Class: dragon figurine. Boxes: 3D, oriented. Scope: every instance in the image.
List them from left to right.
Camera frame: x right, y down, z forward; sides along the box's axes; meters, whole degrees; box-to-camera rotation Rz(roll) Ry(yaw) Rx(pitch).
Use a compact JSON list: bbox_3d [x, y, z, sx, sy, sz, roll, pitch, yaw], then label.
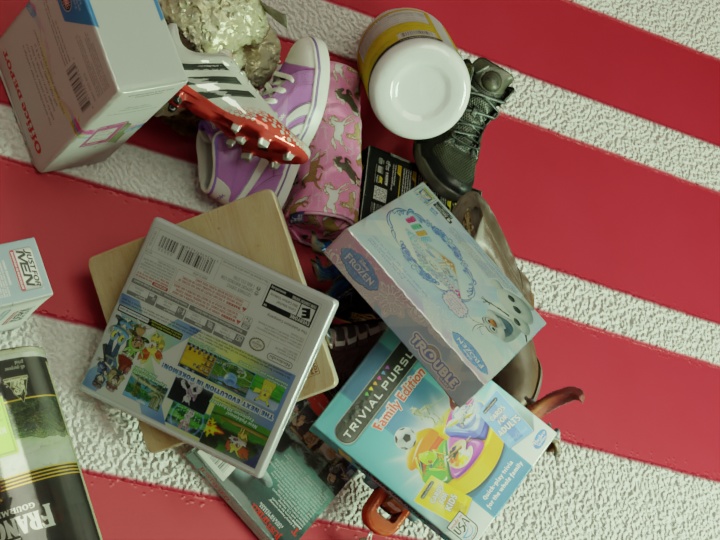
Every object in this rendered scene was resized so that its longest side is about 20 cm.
[{"bbox_3d":[0.000,0.000,1.636,0.098,0.059,0.201,-5,29,2],"label":"dragon figurine"}]

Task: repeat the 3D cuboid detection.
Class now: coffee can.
[{"bbox_3d":[-0.318,0.186,1.403,0.145,0.146,0.202,-13,78,-35],"label":"coffee can"}]

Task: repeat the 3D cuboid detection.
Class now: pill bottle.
[{"bbox_3d":[0.054,-0.228,1.775,0.111,0.112,0.200,32,16,-18],"label":"pill bottle"}]

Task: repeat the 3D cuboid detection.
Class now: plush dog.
[{"bbox_3d":[-0.186,-0.237,1.671,0.200,0.160,0.172,41,79,-11],"label":"plush dog"}]

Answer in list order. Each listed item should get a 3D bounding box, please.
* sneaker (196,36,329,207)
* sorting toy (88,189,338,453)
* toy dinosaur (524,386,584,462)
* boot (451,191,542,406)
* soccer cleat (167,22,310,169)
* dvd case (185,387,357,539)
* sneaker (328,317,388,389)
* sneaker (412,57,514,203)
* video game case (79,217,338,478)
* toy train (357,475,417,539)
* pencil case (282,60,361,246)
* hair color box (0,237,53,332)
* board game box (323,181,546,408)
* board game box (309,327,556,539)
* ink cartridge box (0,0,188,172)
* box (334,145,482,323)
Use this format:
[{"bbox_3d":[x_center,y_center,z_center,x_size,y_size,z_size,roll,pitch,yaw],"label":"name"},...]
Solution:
[{"bbox_3d":[-0.107,-0.163,1.673,0.113,0.072,0.202,20,89,-32],"label":"sneaker"},{"bbox_3d":[-0.140,0.051,1.564,0.197,0.070,0.202,-20,82,7],"label":"sorting toy"},{"bbox_3d":[0.114,0.172,1.681,0.180,0.201,0.106,-6,49,-23],"label":"toy dinosaur"},{"bbox_3d":[0.144,0.036,1.741,0.201,0.064,0.188,61,24,-49],"label":"boot"},{"bbox_3d":[-0.130,-0.175,1.609,0.199,0.069,0.086,28,68,-15],"label":"soccer cleat"},{"bbox_3d":[-0.070,0.176,1.642,0.146,0.022,0.200,48,52,-7],"label":"dvd case"},{"bbox_3d":[-0.020,0.114,1.644,0.198,0.076,0.117,-7,91,-24],"label":"sneaker"},{"bbox_3d":[0.118,-0.170,1.808,0.076,0.114,0.201,29,39,-17],"label":"sneaker"},{"bbox_3d":[-0.145,0.072,1.517,0.198,0.022,0.184,24,90,10],"label":"video game case"},{"bbox_3d":[0.062,0.302,1.626,0.200,0.056,0.150,44,77,-12],"label":"toy train"},{"bbox_3d":[-0.043,-0.131,1.742,0.086,0.083,0.202,13,66,-24],"label":"pencil case"},{"bbox_3d":[-0.392,0.032,1.445,0.198,0.099,0.061,-14,78,-35],"label":"hair color box"},{"bbox_3d":[0.079,0.019,1.592,0.200,0.043,0.199,49,28,5],"label":"board game box"},{"bbox_3d":[0.072,0.161,1.592,0.199,0.047,0.151,38,77,3],"label":"board game box"},{"bbox_3d":[-0.268,-0.202,1.557,0.084,0.199,0.146,-15,80,-39],"label":"ink cartridge box"},{"bbox_3d":[0.054,-0.022,1.782,0.158,0.049,0.202,20,61,-27],"label":"box"}]
